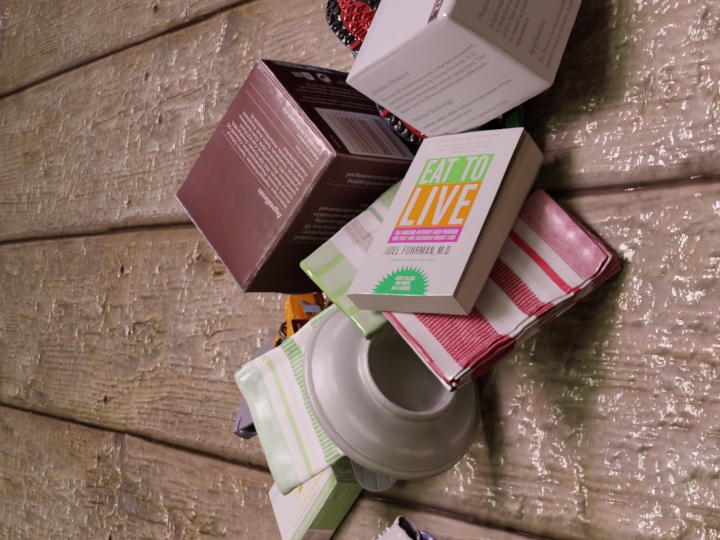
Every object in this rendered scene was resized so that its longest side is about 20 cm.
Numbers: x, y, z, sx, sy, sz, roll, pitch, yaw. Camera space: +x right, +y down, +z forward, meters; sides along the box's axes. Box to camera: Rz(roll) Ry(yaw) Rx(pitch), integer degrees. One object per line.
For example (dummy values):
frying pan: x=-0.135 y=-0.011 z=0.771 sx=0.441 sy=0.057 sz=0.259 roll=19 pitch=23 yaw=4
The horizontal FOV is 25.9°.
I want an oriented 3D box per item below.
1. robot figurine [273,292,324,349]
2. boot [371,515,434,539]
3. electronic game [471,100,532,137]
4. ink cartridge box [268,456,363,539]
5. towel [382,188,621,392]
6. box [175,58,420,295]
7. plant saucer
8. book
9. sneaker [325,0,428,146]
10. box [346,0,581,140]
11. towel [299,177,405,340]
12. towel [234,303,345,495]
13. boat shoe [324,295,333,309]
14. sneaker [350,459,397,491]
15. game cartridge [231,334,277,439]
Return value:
robot figurine: x=-0.056 y=0.122 z=1.777 sx=0.145 sy=0.058 sz=0.200 roll=107 pitch=155 yaw=-43
boot: x=0.033 y=0.308 z=1.685 sx=0.200 sy=0.073 sz=0.096 roll=22 pitch=96 yaw=53
electronic game: x=0.120 y=-0.130 z=1.665 sx=0.200 sy=0.042 sz=0.200 roll=-26 pitch=60 yaw=57
ink cartridge box: x=-0.066 y=0.227 z=1.905 sx=0.146 sy=0.048 sz=0.200 roll=-60 pitch=37 yaw=34
towel: x=0.129 y=0.014 z=1.485 sx=0.200 sy=0.023 sz=0.144 roll=-37 pitch=41 yaw=-4
box: x=-0.064 y=-0.100 z=1.730 sx=0.164 sy=0.166 sz=0.200 roll=52 pitch=120 yaw=30
plant saucer: x=0.041 y=0.109 z=1.571 sx=0.050 sy=0.200 sz=0.201 roll=-48 pitch=42 yaw=50
book: x=0.082 y=-0.046 z=1.536 sx=0.133 sy=0.048 sz=0.200 roll=1 pitch=54 yaw=39
sneaker: x=0.042 y=-0.223 z=1.710 sx=0.079 sy=0.096 sz=0.200 roll=-31 pitch=80 yaw=10
box: x=0.114 y=-0.261 z=1.556 sx=0.200 sy=0.131 sz=0.199 roll=-24 pitch=39 yaw=58
towel: x=0.047 y=-0.033 z=1.592 sx=0.200 sy=0.031 sz=0.149 roll=-39 pitch=42 yaw=-6
towel: x=-0.043 y=0.128 z=1.669 sx=0.200 sy=0.023 sz=0.153 roll=-36 pitch=66 yaw=31
boat shoe: x=0.000 y=0.000 z=1.829 sx=0.068 sy=0.072 sz=0.201 roll=9 pitch=97 yaw=57
sneaker: x=0.024 y=0.145 z=1.754 sx=0.071 sy=0.073 sz=0.201 roll=92 pitch=-178 yaw=-87
game cartridge: x=-0.091 y=0.129 z=1.958 sx=0.200 sy=0.038 sz=0.130 roll=-33 pitch=32 yaw=55
